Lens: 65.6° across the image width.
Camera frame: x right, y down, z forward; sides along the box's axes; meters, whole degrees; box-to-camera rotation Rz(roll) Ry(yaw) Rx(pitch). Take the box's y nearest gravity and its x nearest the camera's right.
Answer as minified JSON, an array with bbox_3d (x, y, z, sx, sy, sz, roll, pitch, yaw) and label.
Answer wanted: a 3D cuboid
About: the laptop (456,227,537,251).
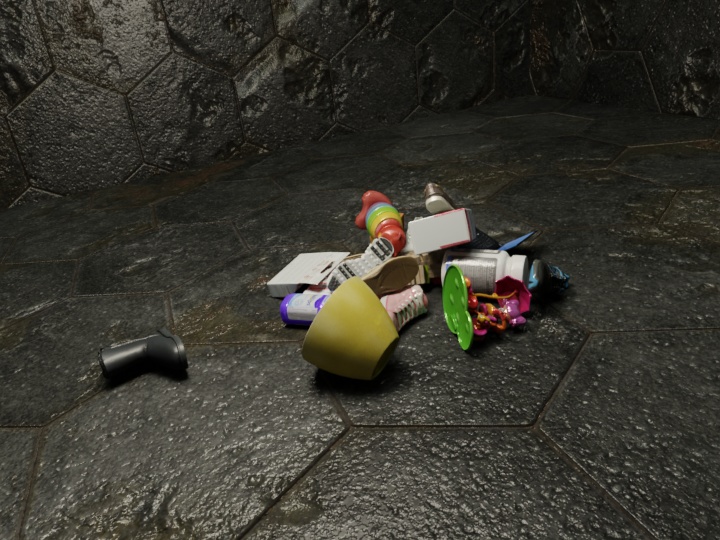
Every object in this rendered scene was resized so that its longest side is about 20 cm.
[{"bbox_3d":[0.360,-0.101,1.555,0.198,0.105,0.176,36,33,21],"label":"laptop"}]

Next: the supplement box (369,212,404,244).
[{"bbox_3d":[0.085,-0.116,1.751,0.067,0.068,0.201,6,29,19],"label":"supplement box"}]

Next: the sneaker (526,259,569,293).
[{"bbox_3d":[0.442,0.017,1.309,0.080,0.075,0.199,18,15,25],"label":"sneaker"}]

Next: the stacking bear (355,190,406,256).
[{"bbox_3d":[0.070,-0.121,1.584,0.111,0.124,0.202,6,32,-22],"label":"stacking bear"}]

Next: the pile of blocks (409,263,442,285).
[{"bbox_3d":[0.136,0.022,1.447,0.194,0.064,0.082,-5,-4,-18],"label":"pile of blocks"}]

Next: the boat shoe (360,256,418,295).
[{"bbox_3d":[0.046,0.020,1.319,0.196,0.073,0.064,-24,11,-19],"label":"boat shoe"}]

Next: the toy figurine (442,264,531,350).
[{"bbox_3d":[0.295,0.079,1.232,0.178,0.153,0.203,-2,46,-10],"label":"toy figurine"}]

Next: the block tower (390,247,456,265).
[{"bbox_3d":[0.169,-0.026,1.551,0.194,0.059,0.054,-14,25,-8],"label":"block tower"}]

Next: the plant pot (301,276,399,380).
[{"bbox_3d":[-0.005,0.138,1.133,0.140,0.203,0.199,34,40,17],"label":"plant pot"}]

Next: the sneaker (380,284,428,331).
[{"bbox_3d":[0.104,0.087,1.304,0.101,0.077,0.201,-7,20,14],"label":"sneaker"}]

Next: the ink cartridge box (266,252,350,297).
[{"bbox_3d":[-0.135,0.010,1.510,0.196,0.048,0.160,-1,32,40],"label":"ink cartridge box"}]

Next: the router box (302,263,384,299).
[{"bbox_3d":[-0.028,0.044,1.467,0.194,0.050,0.180,2,27,21],"label":"router box"}]

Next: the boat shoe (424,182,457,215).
[{"bbox_3d":[0.227,-0.174,1.537,0.070,0.199,0.061,-20,64,23],"label":"boat shoe"}]

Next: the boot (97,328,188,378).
[{"bbox_3d":[-0.487,0.198,1.244,0.165,0.079,0.198,-20,20,-32],"label":"boot"}]

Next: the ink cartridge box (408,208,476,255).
[{"bbox_3d":[0.213,-0.100,1.422,0.141,0.086,0.199,-14,0,17],"label":"ink cartridge box"}]

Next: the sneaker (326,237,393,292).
[{"bbox_3d":[0.000,0.000,1.421,0.198,0.076,0.081,-34,-13,-17],"label":"sneaker"}]

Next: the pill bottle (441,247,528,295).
[{"bbox_3d":[0.305,0.007,1.368,0.195,0.117,0.114,5,27,25],"label":"pill bottle"}]

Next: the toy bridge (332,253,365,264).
[{"bbox_3d":[0.019,-0.028,1.630,0.194,0.028,0.068,-3,24,11],"label":"toy bridge"}]

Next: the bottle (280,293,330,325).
[{"bbox_3d":[-0.094,0.096,1.356,0.194,0.067,0.084,2,25,20],"label":"bottle"}]

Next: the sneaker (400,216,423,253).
[{"bbox_3d":[0.155,-0.092,1.655,0.072,0.089,0.201,0,27,13],"label":"sneaker"}]
